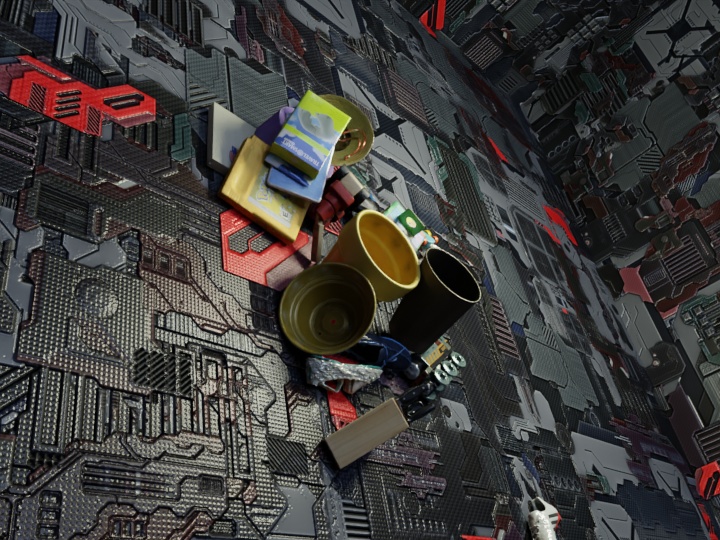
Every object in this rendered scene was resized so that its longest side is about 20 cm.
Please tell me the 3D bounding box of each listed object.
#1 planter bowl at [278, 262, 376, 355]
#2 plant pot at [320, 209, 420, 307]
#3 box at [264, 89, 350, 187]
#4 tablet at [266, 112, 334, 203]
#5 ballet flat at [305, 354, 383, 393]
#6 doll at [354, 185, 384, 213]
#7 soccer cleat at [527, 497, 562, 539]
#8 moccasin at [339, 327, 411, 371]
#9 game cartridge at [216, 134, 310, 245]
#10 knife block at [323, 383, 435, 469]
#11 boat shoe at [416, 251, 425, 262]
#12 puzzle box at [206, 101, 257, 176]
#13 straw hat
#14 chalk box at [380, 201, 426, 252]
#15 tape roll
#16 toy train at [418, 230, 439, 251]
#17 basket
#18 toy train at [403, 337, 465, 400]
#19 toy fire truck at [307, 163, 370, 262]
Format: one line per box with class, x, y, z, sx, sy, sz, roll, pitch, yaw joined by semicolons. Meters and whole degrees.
planter bowl;-0.062;0.092;1.363;0.084;0.198;0.202;73;-1;-61
plant pot;0.000;0.000;1.477;0.200;0.188;0.202;35;35;-29
box;-0.118;-0.299;1.503;0.121;0.048;0.201;31;61;-8
tablet;-0.130;-0.258;1.515;0.129;0.014;0.202;19;64;-14
ballet flat;-0.037;0.215;1.349;0.199;0.072;0.072;17;46;-42
doll;-0.004;-0.180;1.746;0.199;0.049;0.137;28;38;-14
soccer cleat;0.428;0.617;1.571;0.085;0.069;0.200;44;28;2
moccasin;0.026;0.184;1.449;0.198;0.081;0.068;22;27;-23
game cartridge;-0.201;-0.181;1.480;0.199;0.032;0.178;36;56;-28
knife block;0.049;0.287;1.269;0.199;0.175;0.064;-13;68;-57
boat shoe;0.175;-0.018;1.848;0.074;0.074;0.200;55;29;3
puzzle box;-0.290;-0.283;1.524;0.132;0.025;0.202;30;38;-37
straw hat;-0.072;-0.318;1.615;0.198;0.085;0.204;3;71;-9
chalk box;0.073;-0.079;1.644;0.125;0.199;0.124;50;31;-5
tape roll;-0.160;-0.292;1.630;0.200;0.085;0.201;44;29;-31
toy train;0.121;-0.088;1.838;0.198;0.056;0.151;23;26;-7
basket;0.160;0.080;1.532;0.135;0.201;0.181;13;35;-32
toy train;0.174;0.228;1.600;0.114;0.085;0.200;44;32;11
toy fire truck;-0.080;-0.125;1.565;0.200;0.176;0.129;-43;96;-17
